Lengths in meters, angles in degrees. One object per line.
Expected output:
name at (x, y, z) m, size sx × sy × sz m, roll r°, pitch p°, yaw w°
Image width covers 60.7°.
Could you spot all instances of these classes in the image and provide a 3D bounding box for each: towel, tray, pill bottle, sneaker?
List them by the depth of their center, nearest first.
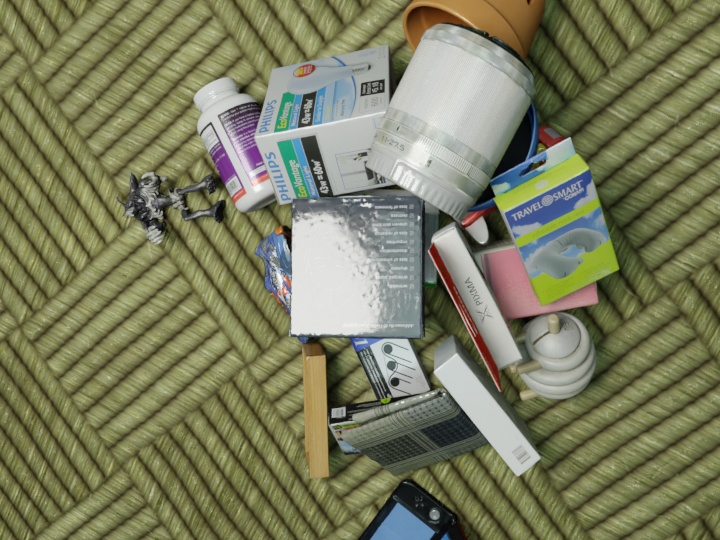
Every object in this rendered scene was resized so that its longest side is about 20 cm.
towel at (0.090, 0.265, 1.001) m, size 0.197 × 0.035 × 0.193 m, roll -25°, pitch 135°, yaw 20°
pill bottle at (-0.195, -0.207, 1.015) m, size 0.111 × 0.112 × 0.203 m, roll -27°, pitch 92°, yaw 11°
tray at (-0.077, 0.234, 1.051) m, size 0.036 × 0.099 × 0.206 m, roll -1°, pitch 96°, yaw -9°
sneaker at (-0.123, 0.029, 1.058) m, size 0.077 × 0.075 × 0.205 m, roll -19°, pitch 85°, yaw 19°

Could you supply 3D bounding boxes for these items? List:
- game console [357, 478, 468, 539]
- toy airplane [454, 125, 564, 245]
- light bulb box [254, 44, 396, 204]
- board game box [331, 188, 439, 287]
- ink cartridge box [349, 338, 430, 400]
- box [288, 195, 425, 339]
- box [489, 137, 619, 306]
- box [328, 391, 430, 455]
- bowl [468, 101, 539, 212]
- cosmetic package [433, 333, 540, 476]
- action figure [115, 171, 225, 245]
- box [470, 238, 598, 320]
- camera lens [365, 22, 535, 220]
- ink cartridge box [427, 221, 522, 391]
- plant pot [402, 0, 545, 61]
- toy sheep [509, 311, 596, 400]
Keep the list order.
game console at (0.084, 0.500, 1.047) m, size 0.171 × 0.119 × 0.202 m, roll 36°, pitch 100°, yaw 3°
toy airplane at (0.210, -0.140, 0.907) m, size 0.194 × 0.142 × 0.204 m, roll 6°, pitch 66°, yaw 3°
light bulb box at (-0.040, -0.222, 0.932) m, size 0.195 × 0.201 × 0.126 m, roll -8°, pitch 134°, yaw 10°
board game box at (0.032, -0.056, 1.011) m, size 0.195 × 0.040 × 0.157 m, roll 3°, pitch 80°, yaw 9°
ink cartridge box at (0.038, 0.125, 1.049) m, size 0.092 × 0.044 × 0.204 m, roll -25°, pitch 92°, yaw 9°
box at (0.000, 0.000, 0.920) m, size 0.194 × 0.124 × 0.202 m, roll 0°, pitch 84°, yaw 8°
box at (0.260, -0.058, 0.815) m, size 0.120 × 0.048 × 0.202 m, roll -27°, pitch 124°, yaw 10°
box at (0.054, 0.258, 1.035) m, size 0.195 × 0.035 × 0.111 m, roll -11°, pitch 136°, yaw 10°
bowl at (0.155, -0.180, 0.863) m, size 0.197 × 0.039 × 0.206 m, roll -8°, pitch 77°, yaw 33°
cosmetic package at (0.196, 0.207, 0.980) m, size 0.051 × 0.151 × 0.201 m, roll -39°, pitch 89°, yaw 11°
action figure at (-0.340, -0.114, 1.055) m, size 0.195 × 0.102 × 0.122 m, roll -7°, pitch 107°, yaw 8°
box at (0.252, 0.007, 0.960) m, size 0.195 × 0.128 × 0.112 m, roll -11°, pitch 96°, yaw 11°
camera lens at (0.113, -0.187, 0.771) m, size 0.158 × 0.160 × 0.203 m, roll 28°, pitch 98°, yaw 5°
ink cartridge box at (0.156, 0.039, 0.826) m, size 0.043 × 0.174 × 0.203 m, roll -27°, pitch 94°, yaw 12°
plant pot at (0.178, -0.367, 0.909) m, size 0.199 × 0.200 × 0.141 m, roll 37°, pitch 83°, yaw 3°
toy sheep at (0.297, 0.130, 0.950) m, size 0.134 × 0.201 × 0.141 m, roll -8°, pitch 57°, yaw 12°
